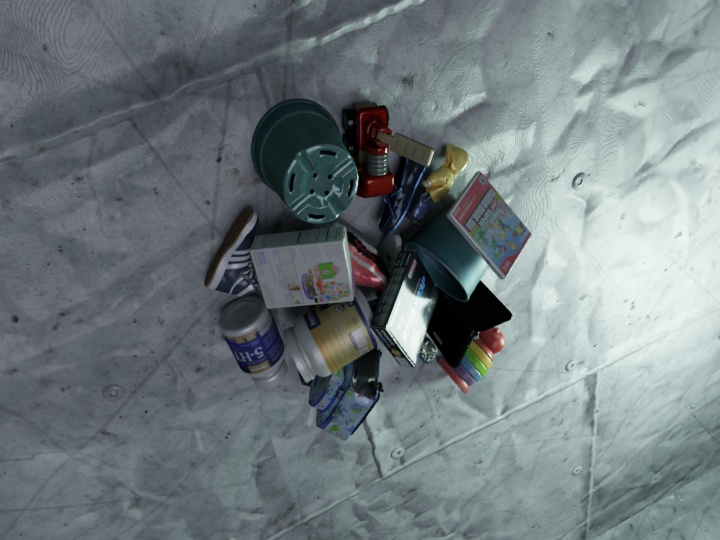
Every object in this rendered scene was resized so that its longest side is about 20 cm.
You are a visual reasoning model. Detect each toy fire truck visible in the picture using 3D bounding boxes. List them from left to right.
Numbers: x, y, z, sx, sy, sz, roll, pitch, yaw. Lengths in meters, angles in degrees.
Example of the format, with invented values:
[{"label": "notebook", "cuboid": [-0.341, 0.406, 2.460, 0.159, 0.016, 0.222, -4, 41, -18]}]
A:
[{"label": "toy fire truck", "cuboid": [0.050, -0.228, 1.074, 0.124, 0.201, 0.182, -10, 123, -16]}]

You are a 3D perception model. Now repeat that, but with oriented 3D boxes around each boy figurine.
[{"label": "boy figurine", "cuboid": [0.173, -0.199, 1.223, 0.203, 0.064, 0.123, -55, 159, 12]}]

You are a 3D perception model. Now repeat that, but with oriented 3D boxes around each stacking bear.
[{"label": "stacking bear", "cuboid": [0.339, 0.248, 1.550, 0.200, 0.114, 0.122, -45, 127, 1]}]

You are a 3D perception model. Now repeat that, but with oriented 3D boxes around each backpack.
[{"label": "backpack", "cuboid": [-0.046, 0.289, 1.291, 0.143, 0.185, 0.204, 24, 115, -11]}]

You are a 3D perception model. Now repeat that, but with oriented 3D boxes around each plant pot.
[{"label": "plant pot", "cuboid": [-0.101, -0.202, 1.026, 0.193, 0.197, 0.207, -10, 124, -16]}, {"label": "plant pot", "cuboid": [0.238, -0.066, 1.269, 0.189, 0.199, 0.201, -47, 127, -8]}]

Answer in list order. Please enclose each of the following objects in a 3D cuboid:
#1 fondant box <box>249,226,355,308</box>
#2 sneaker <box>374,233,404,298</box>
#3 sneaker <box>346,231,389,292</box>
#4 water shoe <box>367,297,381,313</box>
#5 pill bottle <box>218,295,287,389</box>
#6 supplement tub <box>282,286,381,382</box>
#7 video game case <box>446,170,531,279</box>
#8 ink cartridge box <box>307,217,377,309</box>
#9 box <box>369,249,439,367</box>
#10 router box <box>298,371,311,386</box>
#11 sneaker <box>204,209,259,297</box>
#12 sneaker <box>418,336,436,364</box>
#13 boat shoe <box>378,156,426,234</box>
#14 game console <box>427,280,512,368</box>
[{"label": "fondant box", "cuboid": [-0.116, -0.004, 1.096, 0.192, 0.059, 0.148, -5, 124, 8]}, {"label": "sneaker", "cuboid": [0.103, -0.014, 1.306, 0.108, 0.074, 0.204, -9, 136, -23]}, {"label": "sneaker", "cuboid": [0.000, 0.000, 1.177, 0.086, 0.075, 0.199, -37, 124, 16]}, {"label": "water shoe", "cuboid": [0.084, 0.096, 1.290, 0.195, 0.080, 0.072, -27, 144, -2]}, {"label": "pill bottle", "cuboid": [-0.241, 0.173, 1.234, 0.116, 0.120, 0.205, -23, 126, -8]}, {"label": "supplement tub", "cuboid": [-0.062, 0.142, 1.176, 0.195, 0.145, 0.147, -28, 127, -6]}, {"label": "video game case", "cuboid": [0.293, -0.103, 1.196, 0.200, 0.017, 0.144, 46, 65, -13]}, {"label": "ink cartridge box", "cuboid": [-0.076, -0.015, 1.217, 0.142, 0.084, 0.202, 30, 105, -35]}, {"label": "box", "cuboid": [0.104, 0.085, 1.181, 0.160, 0.045, 0.204, 53, 50, -41]}, {"label": "router box", "cuboid": [-0.055, 0.221, 1.386, 0.146, 0.051, 0.204, 19, 110, -30]}, {"label": "sneaker", "cuboid": [-0.246, -0.030, 1.141, 0.106, 0.071, 0.202, 25, 112, -30]}, {"label": "sneaker", "cuboid": [0.117, 0.172, 1.420, 0.077, 0.084, 0.202, -44, 108, -28]}, {"label": "boat shoe", "cuboid": [0.081, -0.187, 1.202, 0.067, 0.084, 0.206, 21, 93, -24]}, {"label": "game console", "cuboid": [0.272, 0.130, 1.385, 0.113, 0.201, 0.181, 11, 115, -27]}]
